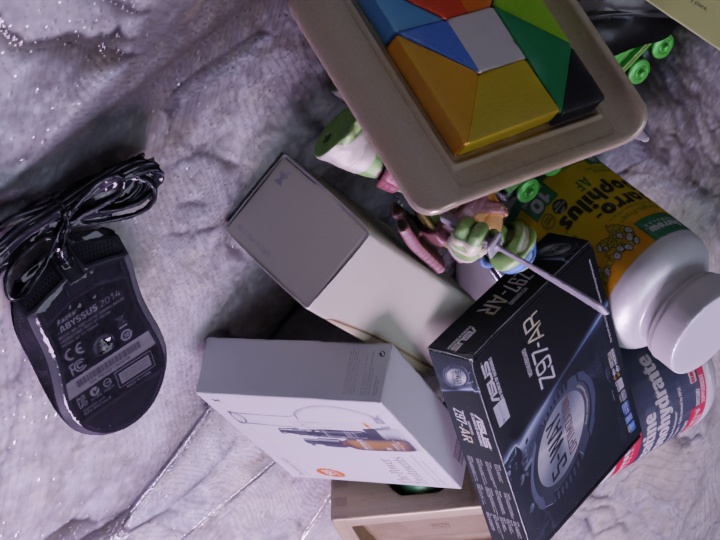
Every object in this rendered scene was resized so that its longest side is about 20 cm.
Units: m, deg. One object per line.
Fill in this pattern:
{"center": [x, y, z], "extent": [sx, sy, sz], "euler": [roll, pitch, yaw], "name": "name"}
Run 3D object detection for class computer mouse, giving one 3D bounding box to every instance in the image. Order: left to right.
{"center": [-0.182, 0.021, 1.167], "extent": [0.138, 0.053, 0.200], "euler": [-31, 134, -27], "name": "computer mouse"}

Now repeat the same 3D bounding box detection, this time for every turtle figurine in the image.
{"center": [0.080, -0.078, 1.208], "extent": [0.194, 0.200, 0.144], "euler": [34, 78, -22], "name": "turtle figurine"}

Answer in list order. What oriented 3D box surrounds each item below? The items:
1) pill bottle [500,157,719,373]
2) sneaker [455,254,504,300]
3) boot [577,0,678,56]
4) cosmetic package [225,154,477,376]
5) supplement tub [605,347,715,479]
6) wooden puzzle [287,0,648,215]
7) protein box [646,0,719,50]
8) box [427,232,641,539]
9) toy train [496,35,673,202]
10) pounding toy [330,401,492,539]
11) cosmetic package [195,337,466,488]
{"center": [0.214, -0.007, 1.456], "extent": [0.113, 0.200, 0.113], "euler": [-30, 144, -25], "name": "pill bottle"}
{"center": [0.099, 0.045, 1.497], "extent": [0.071, 0.073, 0.200], "euler": [-39, 147, -20], "name": "sneaker"}
{"center": [0.147, -0.147, 1.337], "extent": [0.211, 0.079, 0.158], "euler": [-8, 125, -32], "name": "boot"}
{"center": [0.000, 0.000, 1.305], "extent": [0.073, 0.104, 0.200], "euler": [-50, 147, 6], "name": "cosmetic package"}
{"center": [0.220, 0.119, 1.657], "extent": [0.200, 0.140, 0.140], "euler": [-27, 142, -30], "name": "supplement tub"}
{"center": [0.076, -0.143, 1.169], "extent": [0.200, 0.185, 0.037], "euler": [-23, 164, -32], "name": "wooden puzzle"}
{"center": [0.269, -0.282, 1.228], "extent": [0.135, 0.199, 0.200], "euler": [-11, 132, -44], "name": "protein box"}
{"center": [0.141, 0.096, 1.384], "extent": [0.160, 0.044, 0.200], "euler": [-41, 127, -33], "name": "box"}
{"center": [0.174, -0.138, 1.423], "extent": [0.200, 0.042, 0.056], "euler": [-47, 137, 0], "name": "toy train"}
{"center": [0.077, 0.163, 1.514], "extent": [0.184, 0.142, 0.200], "euler": [-7, 147, 12], "name": "pounding toy"}
{"center": [-0.016, 0.112, 1.365], "extent": [0.200, 0.151, 0.052], "euler": [50, 48, -57], "name": "cosmetic package"}
